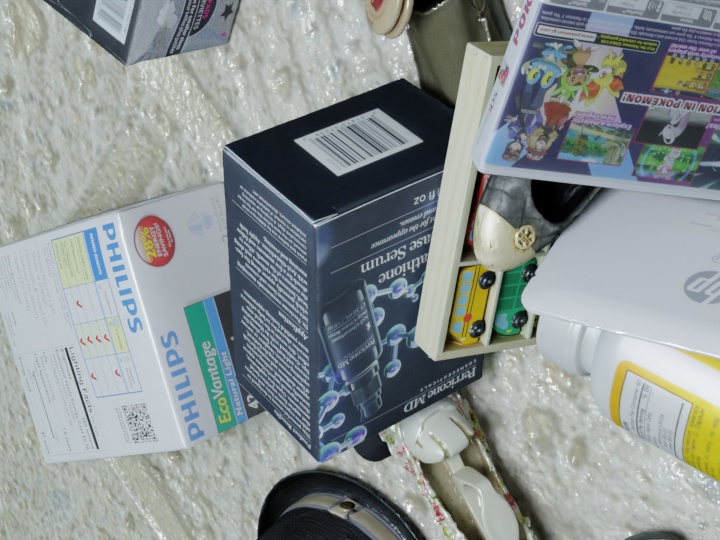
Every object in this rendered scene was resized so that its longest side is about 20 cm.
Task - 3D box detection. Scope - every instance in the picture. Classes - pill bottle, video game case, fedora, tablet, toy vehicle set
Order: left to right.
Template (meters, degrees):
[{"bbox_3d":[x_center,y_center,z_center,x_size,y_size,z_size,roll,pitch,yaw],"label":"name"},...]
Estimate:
[{"bbox_3d":[-0.031,0.264,1.074,0.199,0.091,0.202,16,115,37],"label":"fedora"},{"bbox_3d":[0.106,-0.044,0.826,0.026,0.123,0.202,41,131,48],"label":"toy vehicle set"},{"bbox_3d":[0.176,-0.122,0.701,0.023,0.198,0.183,-109,30,-50],"label":"video game case"},{"bbox_3d":[0.208,0.059,0.782,0.199,0.112,0.114,28,122,31],"label":"pill bottle"},{"bbox_3d":[0.204,0.001,0.745,0.199,0.130,0.014,13,135,31],"label":"tablet"}]

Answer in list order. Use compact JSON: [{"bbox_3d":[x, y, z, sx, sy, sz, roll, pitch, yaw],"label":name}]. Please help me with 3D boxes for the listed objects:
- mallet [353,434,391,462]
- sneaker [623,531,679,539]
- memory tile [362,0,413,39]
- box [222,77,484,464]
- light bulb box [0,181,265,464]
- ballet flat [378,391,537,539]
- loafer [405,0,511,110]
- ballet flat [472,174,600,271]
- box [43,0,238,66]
[{"bbox_3d":[-0.009,0.047,1.021,0.066,0.041,0.201,-31,80,44],"label":"mallet"},{"bbox_3d":[0.205,0.282,0.877,0.077,0.088,0.201,-22,92,44],"label":"sneaker"},{"bbox_3d":[0.005,-0.257,0.851,0.200,0.017,0.154,-119,38,-48],"label":"memory tile"},{"bbox_3d":[0.000,0.000,0.879,0.107,0.148,0.201,40,143,39],"label":"box"},{"bbox_3d":[-0.193,0.047,1.118,0.199,0.124,0.200,-11,97,42],"label":"light bulb box"},{"bbox_3d":[0.073,0.143,0.952,0.201,0.075,0.064,57,163,0],"label":"ballet flat"},{"bbox_3d":[0.053,-0.164,0.867,0.075,0.069,0.202,-3,103,42],"label":"loafer"},{"bbox_3d":[0.139,-0.077,0.770,0.200,0.066,0.057,-48,42,3],"label":"ballet flat"},{"bbox_3d":[-0.150,-0.275,0.976,0.132,0.114,0.201,38,128,23],"label":"box"}]
